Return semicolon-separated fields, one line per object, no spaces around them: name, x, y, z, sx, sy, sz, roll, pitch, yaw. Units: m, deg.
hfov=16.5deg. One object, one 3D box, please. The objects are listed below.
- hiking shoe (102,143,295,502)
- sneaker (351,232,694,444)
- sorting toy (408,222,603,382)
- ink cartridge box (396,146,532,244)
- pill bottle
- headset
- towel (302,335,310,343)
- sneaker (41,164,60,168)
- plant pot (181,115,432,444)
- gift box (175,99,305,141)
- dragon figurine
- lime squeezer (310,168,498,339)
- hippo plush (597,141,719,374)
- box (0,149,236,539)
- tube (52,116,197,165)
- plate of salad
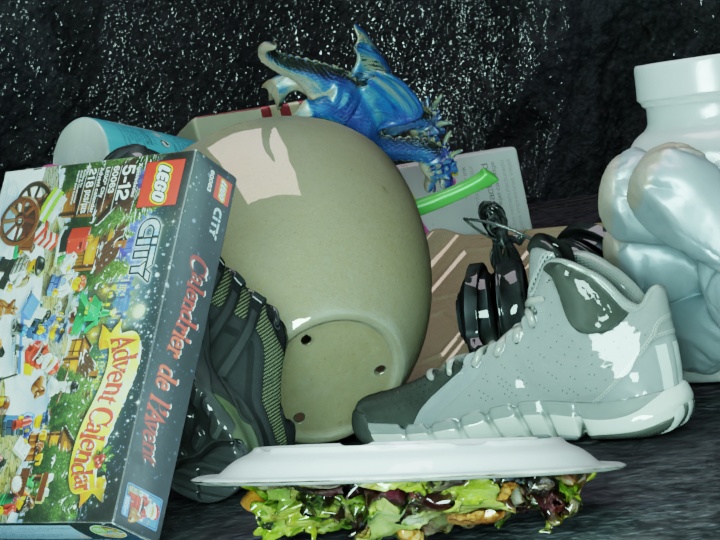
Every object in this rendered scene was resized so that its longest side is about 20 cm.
hiking shoe;-0.091;0.027;1.362;0.076;0.201;0.101;-22;-8;31
sneaker;0.086;0.038;1.393;0.199;0.116;0.075;-6;5;20
sorting toy;0.090;0.031;1.658;0.199;0.037;0.185;0;35;39
ink cartridge box;0.028;-0.002;1.801;0.199;0.148;0.085;-11;1;-34
pill bottle;0.230;-0.036;1.562;0.115;0.201;0.116;-7;5;1
headset;0.117;0.024;1.555;0.123;0.094;0.200;-21;42;-7
towel;-0.082;0.032;1.625;0.143;0.023;0.200;-38;-28;18
sneaker;-0.159;0.039;1.424;0.088;0.201;0.081;4;26;-32
plant pot;-0.038;0.028;1.482;0.199;0.201;0.135;-9;35;-17
gift box;-0.061;-0.014;1.948;0.184;0.188;0.200;-11;-14;-21
dragon figurine;-0.001;-0.109;1.538;0.099;0.200;0.059;-31;50;-1
lime squeezer;0.000;0.000;1.590;0.070;0.200;0.038;24;19;-41
hippo plush;0.244;-0.037;1.421;0.161;0.160;0.200;-39;19;-20
box;-0.145;0.041;1.273;0.136;0.201;0.038;-5;-26;36
tube;-0.100;-0.060;1.544;0.077;0.051;0.199;23;12;42
plate of salad;0.022;0.102;1.133;0.199;0.048;0.200;-1;-4;0
